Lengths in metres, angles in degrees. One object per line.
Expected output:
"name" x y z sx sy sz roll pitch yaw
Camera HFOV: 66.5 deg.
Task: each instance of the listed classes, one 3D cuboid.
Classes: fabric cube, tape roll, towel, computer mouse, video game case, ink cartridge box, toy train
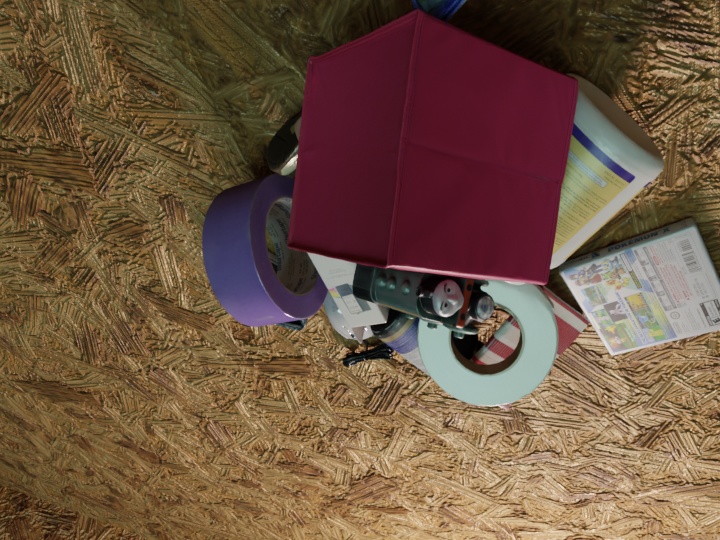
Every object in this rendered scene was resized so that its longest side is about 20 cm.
"fabric cube" 0.062 -0.104 0.543 0.195 0.206 0.195 5 -175 -32
"tape roll" 0.179 0.091 0.779 0.197 0.037 0.209 3 105 12
"towel" 0.245 0.122 0.843 0.142 0.023 0.201 28 110 -34
"tape roll" -0.126 -0.027 0.779 0.083 0.203 0.202 -11 129 26
"computer mouse" -0.017 0.102 0.977 0.107 0.044 0.202 -8 129 26
"video game case" 0.409 0.034 0.784 0.180 0.022 0.200 -22 123 34
"ink cartridge box" 0.000 0.000 0.821 0.066 0.119 0.202 -9 129 23
"toy train" 0.074 0.027 0.695 0.112 0.088 0.199 12 -178 -32

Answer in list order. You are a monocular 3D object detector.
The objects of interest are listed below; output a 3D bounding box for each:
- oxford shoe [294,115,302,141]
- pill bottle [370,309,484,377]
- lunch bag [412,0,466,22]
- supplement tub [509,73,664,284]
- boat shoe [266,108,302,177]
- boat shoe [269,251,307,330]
"oxford shoe" 0.009 -0.132 0.669 0.196 0.076 0.071 2 152 -37
"pill bottle" 0.119 0.107 0.888 0.199 0.113 0.111 37 133 -19
"lunch bag" 0.093 -0.323 0.446 0.124 0.172 0.203 19 135 4
"supplement tub" 0.214 -0.095 0.623 0.143 0.147 0.201 31 126 -13
"boat shoe" -0.034 -0.191 0.700 0.200 0.076 0.074 -32 149 32
"boat shoe" -0.165 0.022 0.918 0.196 0.092 0.071 25 136 -6
